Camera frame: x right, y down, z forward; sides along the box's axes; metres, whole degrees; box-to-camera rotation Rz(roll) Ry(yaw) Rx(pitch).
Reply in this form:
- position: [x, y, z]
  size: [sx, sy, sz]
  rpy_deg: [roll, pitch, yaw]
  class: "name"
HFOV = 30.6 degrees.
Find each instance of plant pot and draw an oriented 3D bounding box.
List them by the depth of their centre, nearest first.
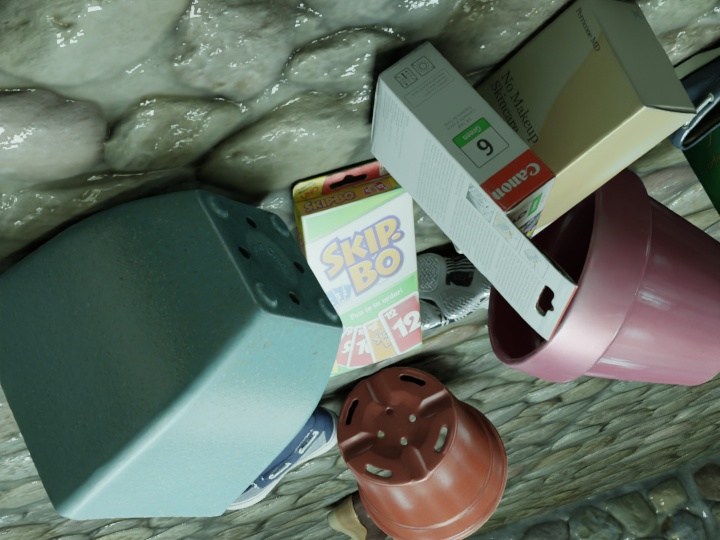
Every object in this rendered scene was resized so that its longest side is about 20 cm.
- position: [-0.134, 0.049, 0.994]
  size: [0.200, 0.196, 0.196]
  rpy_deg: [-41, 154, 20]
  class: "plant pot"
- position: [0.234, 0.016, 1.164]
  size: [0.179, 0.200, 0.200]
  rpy_deg: [19, 145, -16]
  class: "plant pot"
- position: [0.066, 0.219, 1.624]
  size: [0.201, 0.201, 0.195]
  rpy_deg: [-24, 151, 5]
  class: "plant pot"

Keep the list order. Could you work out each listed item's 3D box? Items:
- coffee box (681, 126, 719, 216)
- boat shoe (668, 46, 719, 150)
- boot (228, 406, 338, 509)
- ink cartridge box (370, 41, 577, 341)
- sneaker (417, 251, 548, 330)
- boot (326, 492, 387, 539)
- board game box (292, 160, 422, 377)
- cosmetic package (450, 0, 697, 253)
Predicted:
- position: [0.371, -0.077, 1.154]
  size: [0.044, 0.200, 0.123]
  rpy_deg: [-8, 155, -47]
  class: "coffee box"
- position: [0.332, -0.170, 1.077]
  size: [0.200, 0.062, 0.075]
  rpy_deg: [-30, 156, 20]
  class: "boat shoe"
- position: [-0.124, 0.221, 1.603]
  size: [0.200, 0.073, 0.090]
  rpy_deg: [-38, 148, 17]
  class: "boot"
- position: [0.089, -0.054, 0.922]
  size: [0.050, 0.200, 0.109]
  rpy_deg: [-37, 164, -16]
  class: "ink cartridge box"
- position: [0.109, 0.021, 1.309]
  size: [0.200, 0.075, 0.115]
  rpy_deg: [-25, 157, -1]
  class: "sneaker"
- position: [0.055, 0.399, 2.200]
  size: [0.166, 0.072, 0.200]
  rpy_deg: [-27, 156, 19]
  class: "boot"
- position: [0.000, 0.000, 1.100]
  size: [0.095, 0.030, 0.200]
  rpy_deg: [-17, 129, -13]
  class: "board game box"
- position: [0.139, -0.105, 0.989]
  size: [0.071, 0.105, 0.200]
  rpy_deg: [-2, 151, -45]
  class: "cosmetic package"
